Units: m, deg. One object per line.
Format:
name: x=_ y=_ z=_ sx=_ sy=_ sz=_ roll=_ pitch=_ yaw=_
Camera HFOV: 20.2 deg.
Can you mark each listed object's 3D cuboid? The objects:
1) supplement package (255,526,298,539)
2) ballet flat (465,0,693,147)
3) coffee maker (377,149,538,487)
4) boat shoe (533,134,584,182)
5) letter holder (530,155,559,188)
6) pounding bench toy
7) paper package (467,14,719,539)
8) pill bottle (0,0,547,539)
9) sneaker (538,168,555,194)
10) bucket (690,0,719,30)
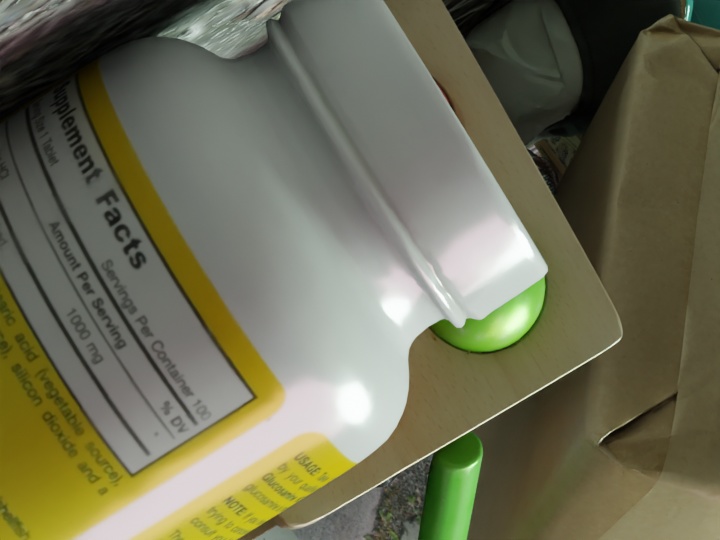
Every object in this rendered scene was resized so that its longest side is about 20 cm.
supplement package: x=-0.130 y=0.127 z=0.812 sx=0.152 sy=0.200 sz=0.151 roll=-31 pitch=178 yaw=-32
ballet flat: x=0.070 y=-0.080 z=0.857 sx=0.068 sy=0.068 sz=0.200 roll=-22 pitch=174 yaw=-21
coffee maker: x=0.046 y=0.042 z=1.249 sx=0.200 sy=0.192 sz=0.135 roll=-39 pitch=-173 yaw=-24
boat shoe: x=0.142 y=-0.045 z=1.015 sx=0.073 sy=0.200 sz=0.063 roll=-20 pitch=136 yaw=-12
letter holder: x=0.000 y=0.000 z=0.984 sx=0.199 sy=0.143 sz=0.101 roll=-15 pitch=150 yaw=12
pounding bench toy: x=0.004 y=0.037 z=0.650 sx=0.124 sy=0.200 sz=0.156 roll=-29 pitch=178 yaw=-18
paper package: x=0.111 y=0.045 z=0.767 sx=0.200 sy=0.103 sz=0.191 roll=114 pitch=-9 yaw=-55
pill bottle: x=-0.062 y=0.018 z=0.474 sx=0.200 sy=0.113 sz=0.112 roll=-32 pitch=178 yaw=3
sneaker: x=0.007 y=-0.016 z=0.796 sx=0.140 sy=0.078 sz=0.200 roll=-10 pitch=-163 yaw=23
bucket: x=0.202 y=-0.120 z=0.877 sx=0.207 sy=0.135 sz=0.207 roll=-32 pitch=179 yaw=-1
